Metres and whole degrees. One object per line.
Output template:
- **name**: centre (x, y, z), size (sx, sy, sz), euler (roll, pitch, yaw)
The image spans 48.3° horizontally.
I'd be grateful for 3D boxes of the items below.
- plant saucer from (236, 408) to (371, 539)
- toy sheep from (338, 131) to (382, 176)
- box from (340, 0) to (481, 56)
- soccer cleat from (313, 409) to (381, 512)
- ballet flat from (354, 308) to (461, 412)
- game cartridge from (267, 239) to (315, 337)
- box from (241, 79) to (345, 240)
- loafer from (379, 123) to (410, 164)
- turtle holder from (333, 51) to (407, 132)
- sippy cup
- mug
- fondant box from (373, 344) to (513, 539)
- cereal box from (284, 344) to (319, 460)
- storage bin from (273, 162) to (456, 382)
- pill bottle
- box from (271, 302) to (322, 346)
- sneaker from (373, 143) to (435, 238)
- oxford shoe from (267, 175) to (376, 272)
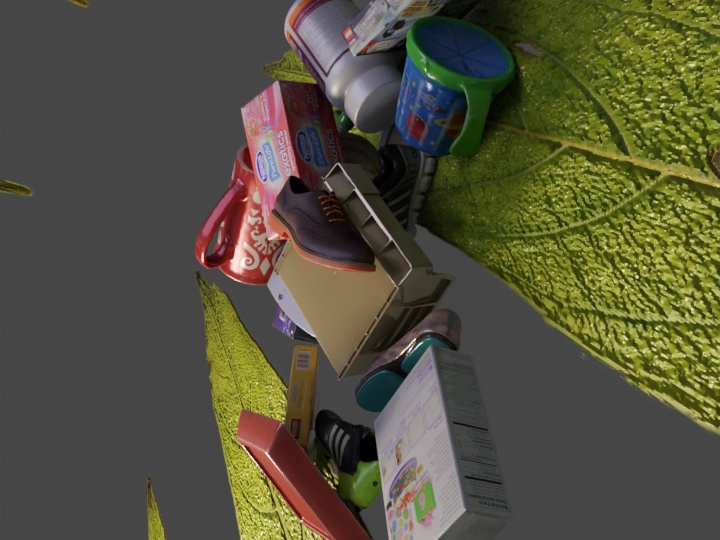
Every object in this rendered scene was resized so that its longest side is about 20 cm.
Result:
- **plant saucer**: centre (-0.083, 0.273, 1.035), size (0.037, 0.201, 0.199), euler (-39, 11, -21)
- **toy sheep**: centre (-0.025, -0.151, 1.250), size (0.140, 0.136, 0.200), euler (-68, 22, 14)
- **box**: centre (0.080, -0.335, 1.023), size (0.136, 0.199, 0.040), euler (-36, 85, 38)
- **soccer cleat**: centre (-0.009, 0.231, 1.054), size (0.082, 0.067, 0.200), euler (-52, 26, 7)
- **ballet flat**: centre (0.061, 0.108, 0.966), size (0.200, 0.068, 0.068), euler (-43, 18, 46)
- **game cartridge**: centre (-0.057, 0.027, 1.215), size (0.199, 0.041, 0.135), euler (35, 99, 39)
- **box**: centre (-0.090, -0.154, 1.143), size (0.102, 0.094, 0.204), euler (-20, 79, 46)
- **loafer**: centre (0.083, -0.228, 1.118), size (0.070, 0.069, 0.202), euler (-98, 30, -63)
- **turtle holder**: centre (0.013, -0.303, 1.271), size (0.132, 0.138, 0.189), euler (-122, 30, -62)
- **sippy cup**: centre (0.104, -0.219, 0.991), size (0.179, 0.138, 0.131), euler (-57, -7, -46)
- **mug**: centre (-0.166, -0.084, 1.283), size (0.178, 0.131, 0.202), euler (-61, -8, -51)
- **fondant box**: centre (0.078, 0.203, 0.843), size (0.202, 0.057, 0.145), euler (-97, 30, -47)
- **cereal box**: centre (-0.083, 0.215, 1.170), size (0.201, 0.039, 0.146), euler (92, -177, -62)
- **storage bin**: centre (0.000, 0.000, 1.030), size (0.201, 0.093, 0.200), euler (56, 131, 31)
- **pill bottle**: centre (-0.017, -0.291, 1.112), size (0.201, 0.108, 0.110), euler (57, 134, 26)
- **box**: centre (-0.072, 0.013, 1.337), size (0.141, 0.078, 0.204), euler (14, 89, 67)
- **sneaker**: centre (0.035, -0.084, 1.112), size (0.074, 0.086, 0.204), euler (26, 100, 69)
- **oxford shoe**: centre (-0.046, -0.056, 0.958), size (0.199, 0.070, 0.074), euler (33, 112, 43)
